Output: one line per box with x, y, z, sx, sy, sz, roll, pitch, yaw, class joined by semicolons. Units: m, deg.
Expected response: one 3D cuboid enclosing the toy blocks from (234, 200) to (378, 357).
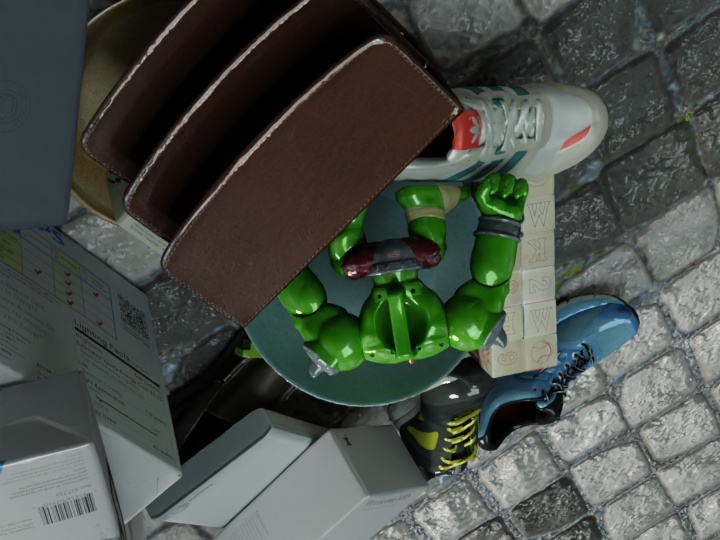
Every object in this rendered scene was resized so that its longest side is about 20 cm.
-0.003;-0.001;0.988;0.197;0.100;0.139;2;92;-21;toy blocks

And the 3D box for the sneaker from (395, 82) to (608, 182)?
0.085;-0.093;0.861;0.196;0.093;0.072;-4;97;-6;sneaker

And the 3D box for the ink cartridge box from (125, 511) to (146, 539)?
-0.268;0.245;0.973;0.197;0.146;0.085;-19;126;-3;ink cartridge box

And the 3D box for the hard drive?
-0.089;0.181;1.092;0.131;0.027;0.200;-38;155;10;hard drive

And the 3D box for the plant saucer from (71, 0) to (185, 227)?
-0.131;-0.118;0.896;0.197;0.036;0.203;-10;128;-13;plant saucer

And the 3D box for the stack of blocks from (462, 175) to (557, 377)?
0.108;-0.031;0.999;0.058;0.115;0.203;-9;110;-14;stack of blocks

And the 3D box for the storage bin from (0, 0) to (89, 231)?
-0.257;-0.115;0.786;0.133;0.145;0.203;-1;108;-37;storage bin

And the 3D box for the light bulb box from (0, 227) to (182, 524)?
-0.247;0.070;0.888;0.124;0.201;0.198;-38;130;13;light bulb box

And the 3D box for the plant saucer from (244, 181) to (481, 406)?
0.000;0.000;0.929;0.197;0.039;0.205;1;83;-9;plant saucer

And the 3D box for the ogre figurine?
0.022;0.006;0.862;0.197;0.122;0.098;-6;170;-14;ogre figurine

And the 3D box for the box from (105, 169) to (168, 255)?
-0.083;-0.097;0.862;0.200;0.069;0.082;-43;128;12;box

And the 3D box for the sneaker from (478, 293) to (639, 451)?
0.178;0.103;1.146;0.199;0.090;0.079;-35;130;6;sneaker

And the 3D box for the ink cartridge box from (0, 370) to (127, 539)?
-0.213;0.170;0.801;0.114;0.068;0.202;-12;130;-10;ink cartridge box

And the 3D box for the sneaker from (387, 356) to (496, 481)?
0.083;0.131;1.084;0.073;0.086;0.200;-17;165;-16;sneaker

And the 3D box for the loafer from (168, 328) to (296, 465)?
-0.097;0.111;1.060;0.200;0.072;0.073;-42;129;13;loafer

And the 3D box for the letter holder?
-0.063;-0.092;0.765;0.200;0.101;0.142;-44;126;14;letter holder

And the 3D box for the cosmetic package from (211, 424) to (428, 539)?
-0.045;0.227;1.112;0.200;0.072;0.101;-46;153;24;cosmetic package
